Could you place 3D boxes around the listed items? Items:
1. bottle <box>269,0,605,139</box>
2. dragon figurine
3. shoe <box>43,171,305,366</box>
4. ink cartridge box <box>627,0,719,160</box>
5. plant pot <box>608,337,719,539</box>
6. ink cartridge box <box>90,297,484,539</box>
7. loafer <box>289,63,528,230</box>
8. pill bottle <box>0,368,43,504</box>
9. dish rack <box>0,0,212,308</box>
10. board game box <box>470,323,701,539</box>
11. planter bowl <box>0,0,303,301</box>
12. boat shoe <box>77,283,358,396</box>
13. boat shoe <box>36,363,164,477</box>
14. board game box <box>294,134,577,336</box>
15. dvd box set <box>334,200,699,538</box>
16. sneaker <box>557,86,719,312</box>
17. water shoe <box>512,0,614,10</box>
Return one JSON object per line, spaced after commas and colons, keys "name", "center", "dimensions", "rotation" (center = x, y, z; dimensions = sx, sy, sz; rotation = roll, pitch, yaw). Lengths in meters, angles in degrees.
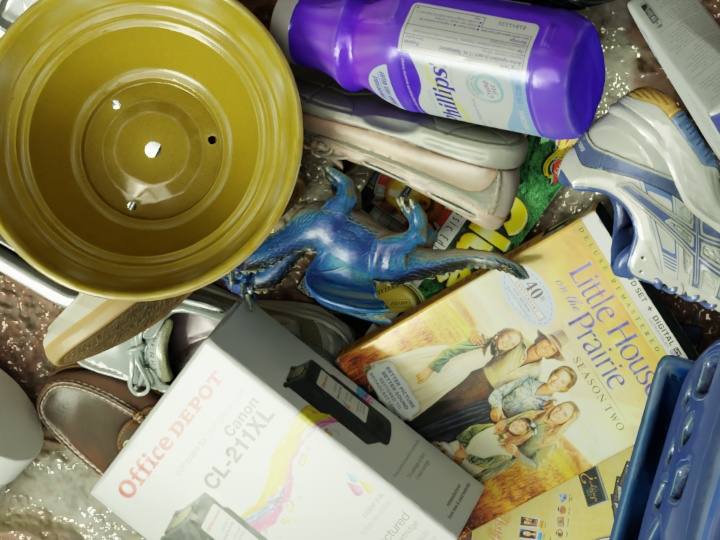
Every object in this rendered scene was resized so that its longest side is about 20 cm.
{"name": "bottle", "center": [0.043, -0.131, 1.346], "dimensions": [0.200, 0.065, 0.084], "rotation": [13, 155, 22]}
{"name": "dragon figurine", "center": [0.000, 0.000, 1.402], "dimensions": [0.200, 0.059, 0.099], "rotation": [23, 83, 7]}
{"name": "shoe", "center": [-0.127, -0.013, 1.447], "dimensions": [0.200, 0.070, 0.053], "rotation": [-38, 75, -4]}
{"name": "ink cartridge box", "center": [0.237, -0.049, 1.269], "dimensions": [0.041, 0.200, 0.200], "rotation": [-34, 122, 7]}
{"name": "plant pot", "center": [0.252, 0.151, 1.303], "dimensions": [0.200, 0.180, 0.200], "rotation": [19, 80, -16]}
{"name": "ink cartridge box", "center": [-0.048, 0.140, 1.428], "dimensions": [0.200, 0.083, 0.146], "rotation": [38, 114, 1]}
{"name": "loafer", "center": [0.006, -0.078, 1.398], "dimensions": [0.200, 0.072, 0.063], "rotation": [18, 113, 21]}
{"name": "pill bottle", "center": [-0.316, 0.152, 1.549], "dimensions": [0.113, 0.113, 0.200], "rotation": [45, 113, -5]}
{"name": "dish rack", "center": [-0.199, -0.090, 1.471], "dimensions": [0.172, 0.044, 0.200], "rotation": [30, 112, 0]}
{"name": "board game box", "center": [0.144, 0.125, 1.475], "dimensions": [0.135, 0.035, 0.200], "rotation": [8, 111, 10]}
{"name": "planter bowl", "center": [-0.131, -0.079, 1.376], "dimensions": [0.200, 0.083, 0.201], "rotation": [0, 86, 3]}
{"name": "boat shoe", "center": [-0.104, 0.051, 1.489], "dimensions": [0.202, 0.065, 0.074], "rotation": [9, 111, 10]}
{"name": "boat shoe", "center": [-0.134, 0.130, 1.523], "dimensions": [0.200, 0.070, 0.070], "rotation": [27, 119, 4]}
{"name": "board game box", "center": [0.053, -0.036, 1.445], "dimensions": [0.105, 0.023, 0.200], "rotation": [33, 114, -3]}
{"name": "dvd box set", "center": [0.105, 0.066, 1.426], "dimensions": [0.200, 0.029, 0.146], "rotation": [-30, 98, 20]}
{"name": "sneaker", "center": [0.196, -0.012, 1.359], "dimensions": [0.088, 0.075, 0.200], "rotation": [-37, 99, -1]}
{"name": "water shoe", "center": [0.116, -0.187, 1.343], "dimensions": [0.200, 0.079, 0.072], "rotation": [-17, 105, 18]}
